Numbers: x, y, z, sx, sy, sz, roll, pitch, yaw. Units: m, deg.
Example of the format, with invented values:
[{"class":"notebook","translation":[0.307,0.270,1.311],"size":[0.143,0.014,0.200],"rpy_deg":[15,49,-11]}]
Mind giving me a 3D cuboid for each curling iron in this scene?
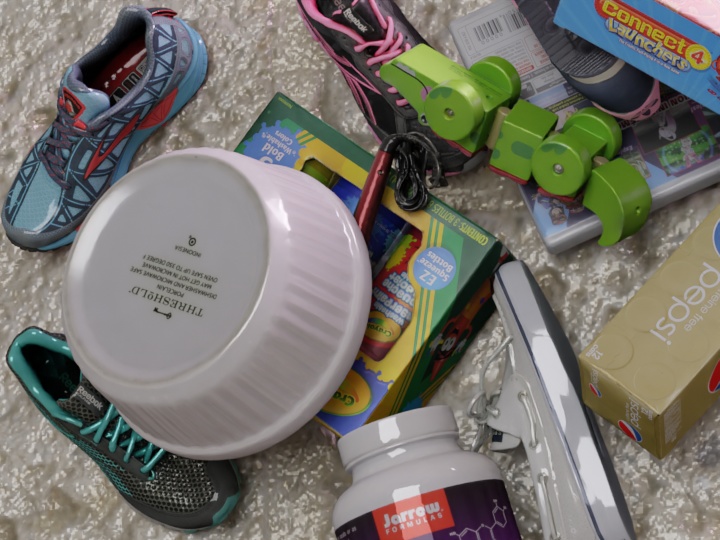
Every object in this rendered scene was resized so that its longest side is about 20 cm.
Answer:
[{"class":"curling iron","translation":[0.000,0.000,1.630],"size":[0.050,0.026,0.200],"rpy_deg":[23,82,24]}]

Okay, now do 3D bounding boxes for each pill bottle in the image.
[{"class":"pill bottle","translation":[0.050,0.191,1.574],"size":[0.112,0.112,0.200],"rpy_deg":[-20,77,12]}]

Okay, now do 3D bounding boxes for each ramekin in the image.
[{"class":"ramekin","translation":[-0.100,0.013,1.609],"size":[0.202,0.094,0.203],"rpy_deg":[-11,65,26]}]

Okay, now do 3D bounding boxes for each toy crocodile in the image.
[{"class":"toy crocodile","translation":[0.101,-0.087,1.638],"size":[0.200,0.068,0.062],"rpy_deg":[29,125,14]}]

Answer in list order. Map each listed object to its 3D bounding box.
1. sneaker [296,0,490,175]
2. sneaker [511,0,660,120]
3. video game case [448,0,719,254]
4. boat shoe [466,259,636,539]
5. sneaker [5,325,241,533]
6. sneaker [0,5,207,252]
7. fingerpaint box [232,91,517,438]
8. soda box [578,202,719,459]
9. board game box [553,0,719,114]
[{"class":"sneaker","translation":[0.013,-0.148,1.714],"size":[0.079,0.095,0.200],"rpy_deg":[-40,71,1]},{"class":"sneaker","translation":[0.143,-0.173,1.666],"size":[0.070,0.082,0.200],"rpy_deg":[-31,44,16]},{"class":"video game case","translation":[0.182,-0.129,1.683],"size":[0.200,0.023,0.183],"rpy_deg":[-24,67,3]},{"class":"boat shoe","translation":[0.105,0.097,1.624],"size":[0.086,0.075,0.202],"rpy_deg":[-22,77,10]},{"class":"sneaker","translation":[-0.168,0.105,1.699],"size":[0.200,0.091,0.078],"rpy_deg":[35,88,24]},{"class":"sneaker","translation":[-0.196,-0.107,1.773],"size":[0.079,0.096,0.200],"rpy_deg":[33,86,25]},{"class":"fingerpaint box","translation":[-0.022,0.004,1.691],"size":[0.200,0.073,0.167],"rpy_deg":[36,87,25]},{"class":"soda box","translation":[0.224,0.019,1.580],"size":[0.068,0.064,0.200],"rpy_deg":[36,70,25]},{"class":"board game box","translation":[0.254,-0.177,1.586],"size":[0.196,0.056,0.200],"rpy_deg":[31,47,12]}]
